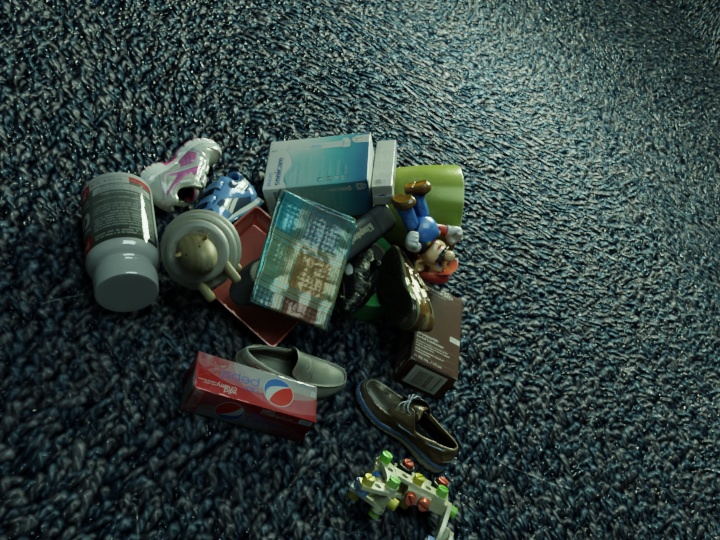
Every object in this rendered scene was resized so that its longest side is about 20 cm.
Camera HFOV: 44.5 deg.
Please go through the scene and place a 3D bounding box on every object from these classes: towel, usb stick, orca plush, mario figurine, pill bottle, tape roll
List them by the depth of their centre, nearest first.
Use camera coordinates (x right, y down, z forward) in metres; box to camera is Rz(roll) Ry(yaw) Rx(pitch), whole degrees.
[{"bbox_3d":[-0.372,-0.044,1.369,0.113,0.114,0.201,8,48,-30],"label":"pill bottle"},{"bbox_3d":[-0.091,-0.018,1.432,0.146,0.022,0.202,22,70,-21],"label":"towel"},{"bbox_3d":[0.000,0.000,1.530,0.105,0.071,0.200,46,30,-7],"label":"orca plush"},{"bbox_3d":[-0.002,-0.062,1.549,0.200,0.032,0.056,-38,106,-47],"label":"usb stick"},{"bbox_3d":[0.135,-0.062,1.615,0.123,0.201,0.106,-26,30,-4],"label":"mario figurine"},{"bbox_3d":[-0.011,-0.002,1.638,0.199,0.048,0.202,20,44,-20],"label":"tape roll"}]

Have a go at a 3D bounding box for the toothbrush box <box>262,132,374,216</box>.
[{"bbox_3d":[-0.074,-0.175,1.654,0.198,0.086,0.147,-5,45,7],"label":"toothbrush box"}]

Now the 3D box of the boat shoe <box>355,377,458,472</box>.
[{"bbox_3d":[0.082,0.241,1.457,0.200,0.073,0.072,40,40,3],"label":"boat shoe"}]

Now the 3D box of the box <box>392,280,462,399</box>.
[{"bbox_3d":[0.125,0.123,1.600,0.099,0.075,0.201,25,40,-14],"label":"box"}]

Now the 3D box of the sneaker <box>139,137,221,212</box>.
[{"bbox_3d":[-0.309,-0.161,1.559,0.088,0.081,0.200,42,49,5],"label":"sneaker"}]

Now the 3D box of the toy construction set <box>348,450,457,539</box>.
[{"bbox_3d":[0.077,0.353,1.334,0.200,0.092,0.131,42,15,-6],"label":"toy construction set"}]

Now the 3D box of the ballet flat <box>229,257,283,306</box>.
[{"bbox_3d":[-0.134,-0.010,1.464,0.199,0.073,0.073,-31,73,-36],"label":"ballet flat"}]

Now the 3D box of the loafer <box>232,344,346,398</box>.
[{"bbox_3d":[-0.106,0.158,1.402,0.198,0.070,0.070,10,47,-29],"label":"loafer"}]

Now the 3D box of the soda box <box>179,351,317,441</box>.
[{"bbox_3d":[-0.167,0.192,1.333,0.199,0.064,0.070,20,43,-20],"label":"soda box"}]

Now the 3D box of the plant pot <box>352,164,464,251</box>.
[{"bbox_3d":[0.083,-0.127,1.746,0.198,0.188,0.188,6,47,-10],"label":"plant pot"}]

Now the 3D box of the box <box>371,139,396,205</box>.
[{"bbox_3d":[0.046,-0.188,1.666,0.041,0.039,0.201,-3,32,5],"label":"box"}]

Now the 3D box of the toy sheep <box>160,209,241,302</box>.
[{"bbox_3d":[-0.247,-0.031,1.376,0.137,0.139,0.200,25,3,-13],"label":"toy sheep"}]

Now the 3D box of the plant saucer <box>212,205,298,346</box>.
[{"bbox_3d":[-0.168,0.013,1.499,0.200,0.037,0.200,41,52,3],"label":"plant saucer"}]

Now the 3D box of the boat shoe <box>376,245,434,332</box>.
[{"bbox_3d":[0.082,0.040,1.571,0.073,0.076,0.201,25,33,-29],"label":"boat shoe"}]

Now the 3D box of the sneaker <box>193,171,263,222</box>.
[{"bbox_3d":[-0.253,-0.113,1.538,0.083,0.074,0.200,62,33,-7],"label":"sneaker"}]
